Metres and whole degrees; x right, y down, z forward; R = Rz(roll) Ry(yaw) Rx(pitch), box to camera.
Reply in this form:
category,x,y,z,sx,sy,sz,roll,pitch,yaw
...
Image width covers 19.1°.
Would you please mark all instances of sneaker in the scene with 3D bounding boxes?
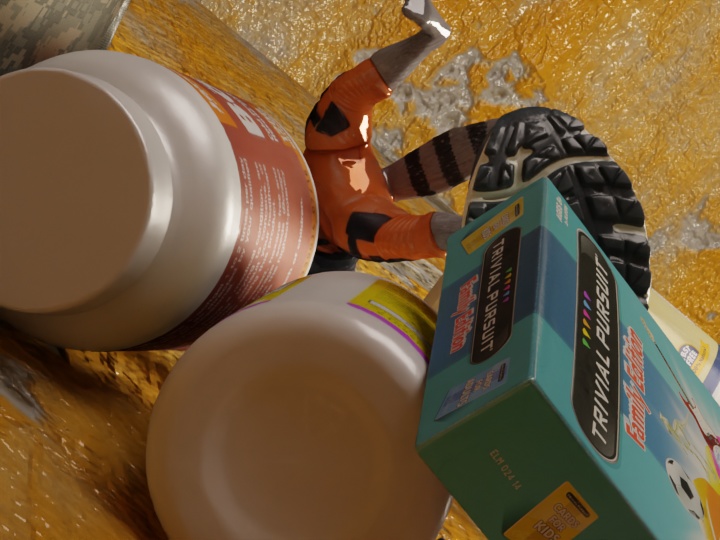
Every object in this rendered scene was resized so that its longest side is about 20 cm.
category,x,y,z,sx,sy,sz,roll,pitch,yaw
sneaker,0.068,0.036,0.837,0.086,0.077,0.202,-162,-118,-71

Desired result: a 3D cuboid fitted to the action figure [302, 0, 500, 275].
category,x,y,z,sx,sy,sz,roll,pitch,yaw
action figure,0.000,0.000,0.963,0.104,0.193,0.201,-16,77,-46

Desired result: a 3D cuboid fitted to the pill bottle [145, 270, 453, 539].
category,x,y,z,sx,sy,sz,roll,pitch,yaw
pill bottle,-0.011,0.055,0.784,0.104,0.104,0.200,40,7,2

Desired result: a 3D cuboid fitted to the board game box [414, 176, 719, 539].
category,x,y,z,sx,sy,sz,roll,pitch,yaw
board game box,0.100,0.084,0.725,0.200,0.047,0.151,52,21,-17

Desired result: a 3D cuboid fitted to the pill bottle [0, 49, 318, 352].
category,x,y,z,sx,sy,sz,roll,pitch,yaw
pill bottle,-0.090,-0.025,0.830,0.112,0.112,0.200,41,6,10

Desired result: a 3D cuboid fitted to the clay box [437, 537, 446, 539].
category,x,y,z,sx,sy,sz,roll,pitch,yaw
clay box,0.100,0.188,0.773,0.115,0.048,0.200,32,10,-49

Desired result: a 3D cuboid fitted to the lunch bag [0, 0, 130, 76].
category,x,y,z,sx,sy,sz,roll,pitch,yaw
lunch bag,-0.150,-0.133,0.831,0.117,0.200,0.164,41,7,8

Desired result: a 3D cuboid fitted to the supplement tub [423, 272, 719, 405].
category,x,y,z,sx,sy,sz,roll,pitch,yaw
supplement tub,0.141,0.058,1.443,0.200,0.145,0.144,39,7,-2
